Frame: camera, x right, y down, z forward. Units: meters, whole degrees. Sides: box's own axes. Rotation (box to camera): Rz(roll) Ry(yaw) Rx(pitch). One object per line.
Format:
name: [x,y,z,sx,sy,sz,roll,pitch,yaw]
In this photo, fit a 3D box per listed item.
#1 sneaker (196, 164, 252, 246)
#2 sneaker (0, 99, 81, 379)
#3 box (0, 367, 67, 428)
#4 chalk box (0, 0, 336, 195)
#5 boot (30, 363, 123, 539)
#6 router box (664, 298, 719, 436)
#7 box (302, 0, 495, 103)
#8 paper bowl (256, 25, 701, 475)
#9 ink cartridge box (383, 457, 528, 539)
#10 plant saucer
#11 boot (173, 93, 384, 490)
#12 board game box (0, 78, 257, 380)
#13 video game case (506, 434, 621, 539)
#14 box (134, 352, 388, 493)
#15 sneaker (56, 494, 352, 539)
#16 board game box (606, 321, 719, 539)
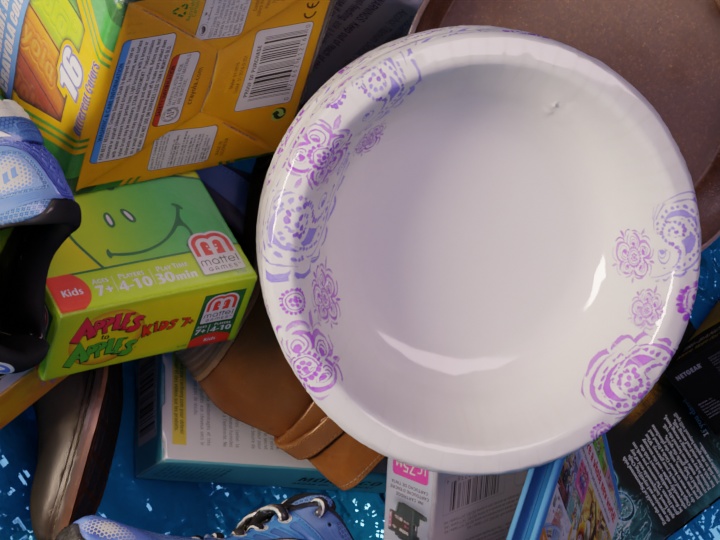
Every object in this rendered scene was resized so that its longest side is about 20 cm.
sneaker: [-0.003,-0.028,1.084,0.199,0.074,0.083,20,90,-13]
sneaker: [-0.190,0.026,0.856,0.089,0.200,0.078,46,21,27]
box: [-0.214,0.031,0.956,0.200,0.042,0.119,-40,73,-13]
chalk box: [-0.118,-0.155,0.942,0.123,0.125,0.200,-14,54,-33]
boot: [-0.169,0.043,1.015,0.096,0.075,0.201,7,73,3]
router box: [0.285,-0.002,1.136,0.052,0.200,0.157,50,44,-3]
box: [0.008,-0.145,1.081,0.199,0.184,0.105,29,62,-15]
paper bowl: [0.050,-0.013,0.924,0.199,0.104,0.202,-1,99,-7]
ink cartridge box: [0.061,0.149,1.041,0.119,0.042,0.201,-13,109,-46]
plant saucer: [0.113,-0.089,0.990,0.199,0.035,0.202,-2,106,-7]
boot: [0.000,0.000,1.011,0.155,0.077,0.200,43,81,-12]
board game box: [-0.141,-0.047,0.951,0.101,0.048,0.200,-12,54,-31]
video game case: [0.092,0.169,1.002,0.018,0.143,0.201,9,57,22]
box: [-0.020,0.074,1.073,0.199,0.049,0.083,7,71,-23]
sneaker: [-0.052,0.143,0.894,0.199,0.078,0.090,24,51,-34]
board game box: [0.142,0.060,1.165,0.135,0.028,0.201,-30,88,-29]
